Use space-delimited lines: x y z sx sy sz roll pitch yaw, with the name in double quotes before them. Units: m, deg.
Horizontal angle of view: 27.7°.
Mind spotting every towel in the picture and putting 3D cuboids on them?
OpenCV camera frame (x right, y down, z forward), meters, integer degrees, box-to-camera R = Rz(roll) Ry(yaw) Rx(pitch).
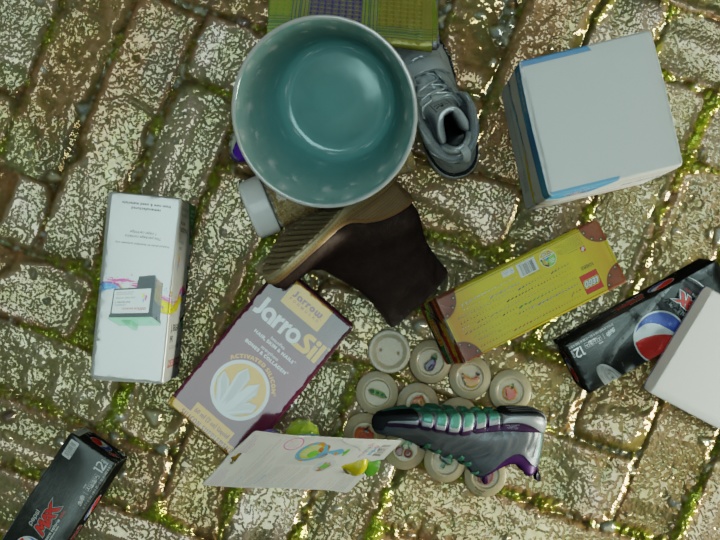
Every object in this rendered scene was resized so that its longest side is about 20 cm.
"towel" -0.004 -0.299 1.646 0.198 0.023 0.145 4 47 -2

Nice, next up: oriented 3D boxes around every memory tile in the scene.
"memory tile" 0.089 0.163 1.683 0.198 0.017 0.155 18 89 0

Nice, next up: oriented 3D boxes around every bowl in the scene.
"bowl" -0.032 -0.176 1.569 0.198 0.105 0.203 2 105 7

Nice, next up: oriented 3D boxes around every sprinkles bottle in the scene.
"sprinkles bottle" -0.038 -0.106 1.660 0.198 0.068 0.069 -24 90 -1

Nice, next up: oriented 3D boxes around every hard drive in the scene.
"hard drive" 0.432 0.118 1.643 0.199 0.025 0.133 27 100 -18

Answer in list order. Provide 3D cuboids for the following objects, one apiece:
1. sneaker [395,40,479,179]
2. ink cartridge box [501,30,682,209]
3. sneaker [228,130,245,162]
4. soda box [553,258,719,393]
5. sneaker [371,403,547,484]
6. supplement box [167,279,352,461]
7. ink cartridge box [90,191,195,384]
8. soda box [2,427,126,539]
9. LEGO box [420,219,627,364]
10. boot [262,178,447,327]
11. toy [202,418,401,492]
"sneaker" 0.083 -0.202 1.638 0.074 0.115 0.202 -22 89 -1
"ink cartridge box" 0.246 -0.158 1.598 0.145 0.200 0.148 -13 88 -1
"sneaker" -0.063 -0.187 1.660 0.099 0.070 0.201 40 90 -2
"soda box" 0.324 0.061 1.659 0.199 0.071 0.064 -30 95 -1
"sneaker" 0.111 0.198 1.641 0.198 0.074 0.089 1 94 -2
"supplement box" -0.110 0.105 1.647 0.110 0.086 0.200 39 89 0
"ink cartridge box" -0.238 0.020 1.617 0.083 0.145 0.202 6 89 0
"soda box" -0.346 0.278 1.641 0.063 0.071 0.201 34 91 2
"LEGO box" 0.175 0.026 1.613 0.198 0.149 0.078 -26 88 -5
"boot" 0.000 0.000 1.613 0.200 0.072 0.167 -42 116 -23
"toy" -0.066 0.197 1.605 0.198 0.115 0.048 12 47 -35
